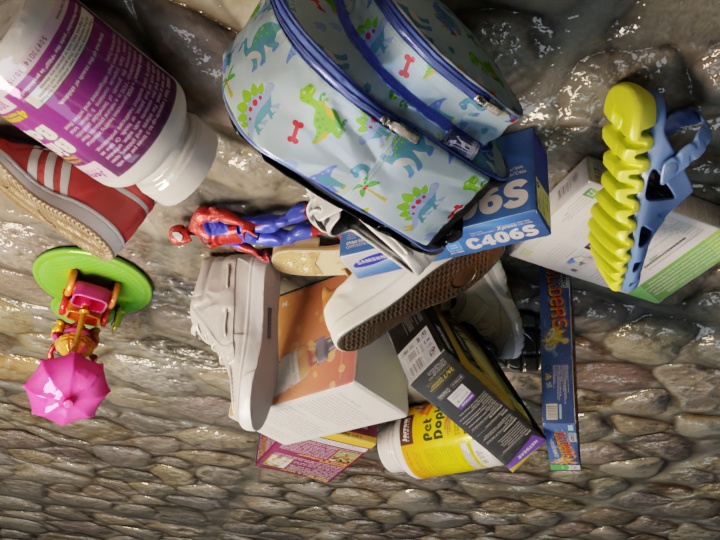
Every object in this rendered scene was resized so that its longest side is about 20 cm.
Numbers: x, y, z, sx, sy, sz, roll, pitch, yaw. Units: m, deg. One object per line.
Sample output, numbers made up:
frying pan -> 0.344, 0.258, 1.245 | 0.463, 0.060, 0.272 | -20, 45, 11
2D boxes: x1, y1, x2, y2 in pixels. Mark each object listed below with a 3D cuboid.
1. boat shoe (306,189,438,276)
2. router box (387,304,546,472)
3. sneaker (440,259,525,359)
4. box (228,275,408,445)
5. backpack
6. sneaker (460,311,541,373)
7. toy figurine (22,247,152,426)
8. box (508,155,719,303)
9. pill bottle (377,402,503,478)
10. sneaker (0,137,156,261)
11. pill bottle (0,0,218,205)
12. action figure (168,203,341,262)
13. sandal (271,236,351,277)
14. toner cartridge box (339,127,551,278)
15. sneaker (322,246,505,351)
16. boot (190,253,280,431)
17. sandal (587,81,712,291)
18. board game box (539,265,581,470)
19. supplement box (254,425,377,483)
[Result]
boat shoe -> -0.011, -0.061, 0.754 | 0.199, 0.069, 0.072 | 33, 167, 16
router box -> 0.102, 0.103, 0.900 | 0.157, 0.200, 0.052 | 41, 100, -21
sneaker -> 0.130, 0.032, 0.942 | 0.081, 0.075, 0.201 | -20, 131, 9
box -> -0.047, 0.109, 1.021 | 0.198, 0.154, 0.106 | -21, 140, 33
backpack -> 0.008, -0.137, 0.612 | 0.198, 0.184, 0.147 | 23, 121, -29
sneaker -> 0.157, 0.091, 1.060 | 0.197, 0.077, 0.079 | 1, 175, -2
toy figurine -> -0.354, 0.101, 1.024 | 0.149, 0.186, 0.200 | 19, 146, -21
box -> 0.273, -0.035, 0.861 | 0.198, 0.037, 0.144 | 18, 145, -17
pill bottle -> 0.126, 0.251, 1.259 | 0.198, 0.110, 0.109 | -19, 141, 32
sneaker -> -0.282, -0.101, 0.823 | 0.199, 0.113, 0.072 | 32, 154, 15
pill bottle -> -0.217, -0.140, 0.695 | 0.111, 0.114, 0.199 | -20, 139, 34
action figure -> -0.113, -0.042, 0.897 | 0.197, 0.052, 0.066 | 0, 151, 12
sandal -> 0.001, 0.003, 0.926 | 0.209, 0.070, 0.078 | -2, 147, 11
toner cartridge box -> 0.077, -0.061, 0.792 | 0.198, 0.096, 0.043 | -14, 142, 26
sneaker -> 0.046, -0.003, 0.845 | 0.198, 0.085, 0.073 | -29, 144, 4
boot -> -0.148, 0.080, 0.959 | 0.094, 0.203, 0.074 | -1, 166, 16
sandal -> 0.255, -0.067, 0.739 | 0.086, 0.080, 0.202 | -5, 126, -8
board game box -> 0.221, 0.102, 0.926 | 0.034, 0.202, 0.136 | -3, 148, 15
supplement box -> -0.066, 0.235, 1.266 | 0.129, 0.104, 0.200 | 17, 145, -18
